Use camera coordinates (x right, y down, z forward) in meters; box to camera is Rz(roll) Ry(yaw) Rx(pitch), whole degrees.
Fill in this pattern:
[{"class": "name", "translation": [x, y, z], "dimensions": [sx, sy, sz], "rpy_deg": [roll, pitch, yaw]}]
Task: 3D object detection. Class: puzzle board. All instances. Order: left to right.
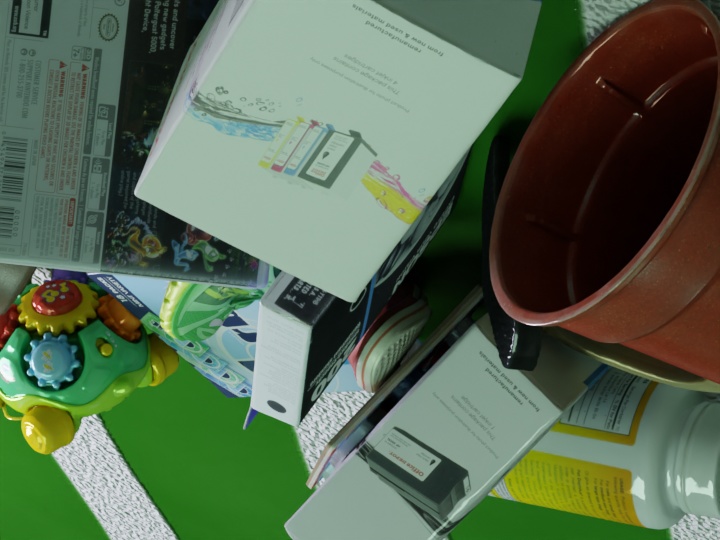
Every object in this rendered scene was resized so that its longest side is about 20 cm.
[{"class": "puzzle board", "translation": [0.025, 0.086, 1.766], "dimensions": [0.017, 0.151, 0.200], "rpy_deg": [43, 167, 5]}]

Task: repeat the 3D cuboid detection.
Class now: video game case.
[{"class": "video game case", "translation": [-0.134, -0.097, 1.508], "dimensions": [0.182, 0.200, 0.023], "rpy_deg": [6, -179, -12]}]

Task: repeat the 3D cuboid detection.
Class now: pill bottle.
[{"class": "pill bottle", "translation": [0.170, 0.119, 1.790], "dimensions": [0.200, 0.109, 0.109], "rpy_deg": [9, 150, 28]}]

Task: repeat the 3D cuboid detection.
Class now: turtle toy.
[{"class": "turtle toy", "translation": [-0.246, 0.047, 1.995], "dimensions": [0.200, 0.146, 0.101], "rpy_deg": [28, 138, 36]}]

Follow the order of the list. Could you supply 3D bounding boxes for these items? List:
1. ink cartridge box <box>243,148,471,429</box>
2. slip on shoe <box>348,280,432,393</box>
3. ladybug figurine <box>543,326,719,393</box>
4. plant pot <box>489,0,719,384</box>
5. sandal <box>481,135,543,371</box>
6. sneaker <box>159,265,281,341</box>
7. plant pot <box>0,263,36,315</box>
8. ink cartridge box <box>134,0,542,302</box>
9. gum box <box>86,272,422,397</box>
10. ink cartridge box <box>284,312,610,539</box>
[{"class": "ink cartridge box", "translation": [0.000, 0.000, 1.619], "dimensions": [0.043, 0.198, 0.200], "rpy_deg": [33, 155, 9]}, {"class": "slip on shoe", "translation": [0.008, 0.034, 1.741], "dimensions": [0.061, 0.074, 0.200], "rpy_deg": [35, -171, -4]}, {"class": "ladybug figurine", "translation": [0.180, 0.013, 1.628], "dimensions": [0.200, 0.072, 0.136], "rpy_deg": [21, 154, 7]}, {"class": "plant pot", "translation": [0.210, -0.020, 1.431], "dimensions": [0.195, 0.201, 0.201], "rpy_deg": [28, 154, -24]}, {"class": "sandal", "translation": [0.101, -0.008, 1.545], "dimensions": [0.048, 0.200, 0.075], "rpy_deg": [3, 127, -7]}, {"class": "sneaker", "translation": [-0.072, -0.001, 1.646], "dimensions": [0.084, 0.074, 0.200], "rpy_deg": [31, 145, -6]}, {"class": "plant pot", "translation": [-0.312, -0.071, 1.774], "dimensions": [0.198, 0.200, 0.200], "rpy_deg": [25, 154, -16]}, {"class": "ink cartridge box", "translation": [-0.008, -0.115, 1.402], "dimensions": [0.145, 0.147, 0.200], "rpy_deg": [27, 132, -10]}, {"class": "gum box", "translation": [-0.080, 0.029, 1.907], "dimensions": [0.200, 0.045, 0.170], "rpy_deg": [-7, 140, 46]}, {"class": "ink cartridge box", "translation": [0.059, 0.116, 1.700], "dimensions": [0.084, 0.145, 0.200], "rpy_deg": [45, 111, 6]}]
